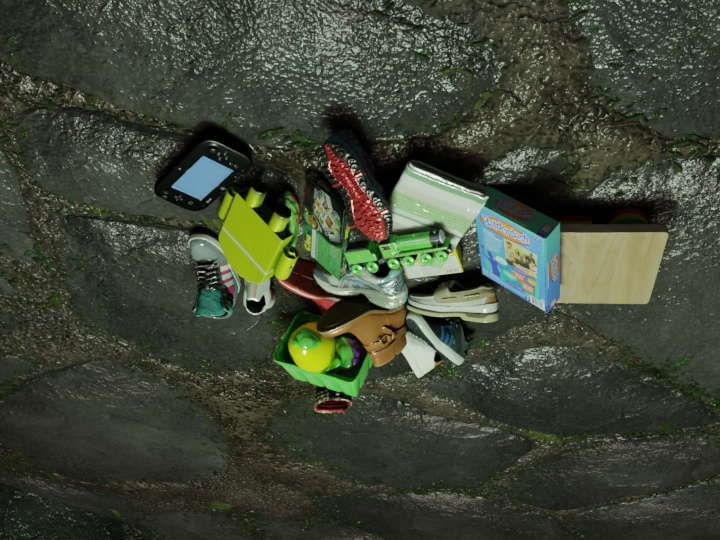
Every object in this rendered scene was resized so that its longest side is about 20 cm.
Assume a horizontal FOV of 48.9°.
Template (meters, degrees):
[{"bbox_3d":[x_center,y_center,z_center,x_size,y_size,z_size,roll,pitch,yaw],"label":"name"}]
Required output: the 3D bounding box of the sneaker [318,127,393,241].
[{"bbox_3d":[0.007,-0.143,1.284,0.078,0.097,0.203,-10,125,27],"label":"sneaker"}]

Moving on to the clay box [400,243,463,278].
[{"bbox_3d":[0.110,-0.068,1.416,0.112,0.049,0.202,-7,140,17],"label":"clay box"}]

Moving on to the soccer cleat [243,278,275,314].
[{"bbox_3d":[-0.206,0.053,1.580,0.067,0.087,0.201,8,158,-3],"label":"soccer cleat"}]

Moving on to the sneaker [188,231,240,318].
[{"bbox_3d":[-0.296,0.028,1.552,0.081,0.123,0.202,-3,142,14],"label":"sneaker"}]

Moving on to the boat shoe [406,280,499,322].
[{"bbox_3d":[0.180,0.053,1.548,0.196,0.074,0.070,4,103,32],"label":"boat shoe"}]

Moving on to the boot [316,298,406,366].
[{"bbox_3d":[0.013,0.125,1.548,0.197,0.073,0.158,-25,124,-21],"label":"boot"}]

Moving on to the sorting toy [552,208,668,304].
[{"bbox_3d":[0.420,-0.029,1.395,0.193,0.071,0.202,1,143,9],"label":"sorting toy"}]

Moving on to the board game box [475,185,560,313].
[{"bbox_3d":[0.271,-0.035,1.364,0.151,0.045,0.202,34,156,33],"label":"board game box"}]

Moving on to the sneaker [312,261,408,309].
[{"bbox_3d":[0.000,0.000,1.502,0.195,0.078,0.088,13,128,20],"label":"sneaker"}]

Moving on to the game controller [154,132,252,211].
[{"bbox_3d":[-0.271,-0.164,1.359,0.103,0.043,0.198,31,138,-28],"label":"game controller"}]

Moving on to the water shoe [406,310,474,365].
[{"bbox_3d":[0.165,0.120,1.643,0.071,0.080,0.200,29,169,46],"label":"water shoe"}]

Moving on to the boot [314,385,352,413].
[{"bbox_3d":[-0.023,0.223,1.739,0.196,0.154,0.073,-17,139,28],"label":"boot"}]

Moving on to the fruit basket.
[{"bbox_3d":[-0.080,0.154,1.618,0.211,0.157,0.218,20,144,15],"label":"fruit basket"}]

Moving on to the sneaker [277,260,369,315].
[{"bbox_3d":[-0.088,0.055,1.591,0.196,0.080,0.116,19,141,-14],"label":"sneaker"}]

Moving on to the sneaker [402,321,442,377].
[{"bbox_3d":[0.119,0.144,1.697,0.083,0.074,0.201,-28,135,6],"label":"sneaker"}]

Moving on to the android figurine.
[{"bbox_3d":[-0.186,-0.059,1.401,0.182,0.041,0.202,44,135,14],"label":"android figurine"}]

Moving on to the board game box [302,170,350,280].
[{"bbox_3d":[-0.061,-0.076,1.408,0.104,0.023,0.202,39,150,20],"label":"board game box"}]

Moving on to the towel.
[{"bbox_3d":[0.110,-0.091,1.330,0.146,0.031,0.201,21,139,-8],"label":"towel"}]

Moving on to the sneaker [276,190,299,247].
[{"bbox_3d":[-0.157,-0.067,1.440,0.081,0.078,0.202,10,143,-10],"label":"sneaker"}]

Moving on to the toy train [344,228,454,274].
[{"bbox_3d":[0.063,-0.035,1.355,0.195,0.042,0.057,-9,125,24],"label":"toy train"}]
